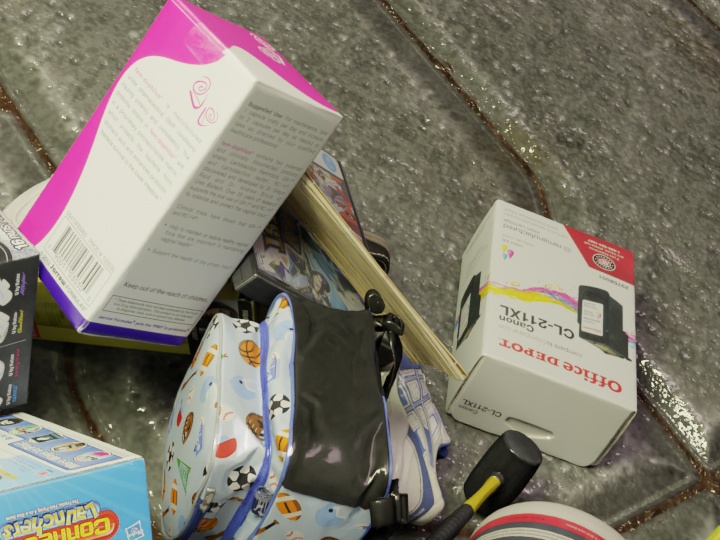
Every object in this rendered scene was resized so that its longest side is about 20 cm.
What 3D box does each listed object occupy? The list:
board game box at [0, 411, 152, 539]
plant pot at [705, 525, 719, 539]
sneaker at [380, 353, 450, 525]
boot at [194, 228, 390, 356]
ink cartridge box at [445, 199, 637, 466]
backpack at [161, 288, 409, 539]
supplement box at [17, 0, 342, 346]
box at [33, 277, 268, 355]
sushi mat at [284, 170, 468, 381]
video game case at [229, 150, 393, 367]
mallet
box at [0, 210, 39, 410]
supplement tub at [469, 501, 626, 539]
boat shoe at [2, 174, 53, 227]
[{"bbox_3d":[-0.256,0.143,0.805,0.195,0.199,0.056,-10,99,-34],"label":"board game box"},{"bbox_3d":[0.282,0.304,0.919,0.198,0.201,0.182,22,35,-5],"label":"plant pot"},{"bbox_3d":[0.028,0.117,1.071,0.088,0.075,0.201,35,37,-24],"label":"sneaker"},{"bbox_3d":[-0.056,0.036,1.089,0.198,0.073,0.151,0,47,-22],"label":"boot"},{"bbox_3d":[0.162,0.052,1.179,0.145,0.083,0.201,20,42,-9],"label":"ink cartridge box"},{"bbox_3d":[-0.056,0.133,0.910,0.153,0.191,0.201,12,39,-8],"label":"backpack"},{"bbox_3d":[-0.122,-0.061,0.887,0.101,0.200,0.103,47,19,31],"label":"supplement box"},{"bbox_3d":[-0.170,0.019,1.001,0.198,0.076,0.050,7,50,4],"label":"box"},{"bbox_3d":[0.000,0.000,0.968,0.012,0.096,0.200,-43,107,-14],"label":"sushi mat"},{"bbox_3d":[-0.051,-0.040,1.026,0.180,0.025,0.201,32,33,-48],"label":"video game case"},{"bbox_3d":[0.085,0.168,0.987,0.041,0.066,0.200,40,18,12],"label":"mallet"},{"bbox_3d":[-0.318,-0.001,0.915,0.114,0.133,0.200,-16,43,-38],"label":"box"},{"bbox_3d":[0.108,0.267,0.899,0.140,0.141,0.200,32,42,5],"label":"supplement tub"},{"bbox_3d":[-0.218,-0.069,1.114,0.072,0.066,0.199,44,44,17],"label":"boat shoe"}]
